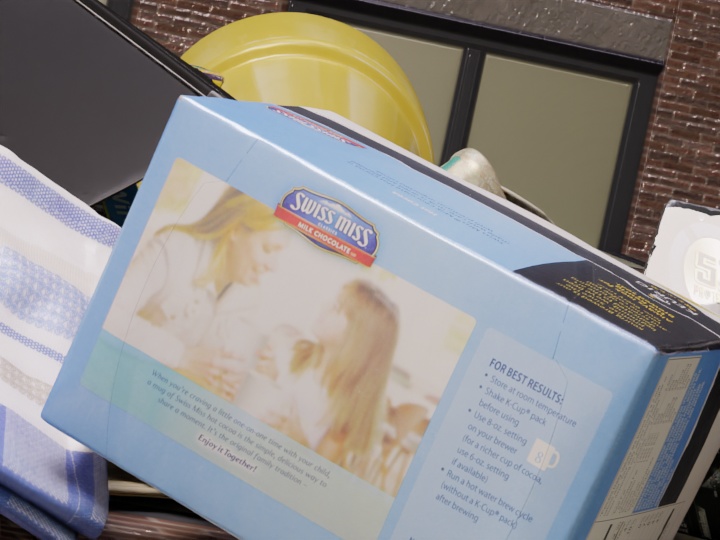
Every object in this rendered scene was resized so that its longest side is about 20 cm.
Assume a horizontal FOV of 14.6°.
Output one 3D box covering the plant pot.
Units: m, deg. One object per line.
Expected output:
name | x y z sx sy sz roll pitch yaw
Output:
plant pot | -0.043 -0.049 1.856 0.200 0.201 0.189 11 20 -11

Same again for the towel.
towel | -0.148 0.006 1.047 0.147 0.024 0.200 35 26 -21

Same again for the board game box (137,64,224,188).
board game box | -0.190 -0.048 1.544 0.199 0.166 0.057 11 5 -20

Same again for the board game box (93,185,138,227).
board game box | -0.202 -0.021 1.374 0.200 0.064 0.148 8 46 -36

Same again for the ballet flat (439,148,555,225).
ballet flat | 0.095 0.010 1.502 0.067 0.062 0.200 23 -20 47

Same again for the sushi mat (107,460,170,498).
sushi mat | -0.129 0.077 1.132 0.200 0.012 0.096 8 7 -44

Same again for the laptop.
laptop | -0.123 -0.056 1.350 0.187 0.116 0.200 39 4 43

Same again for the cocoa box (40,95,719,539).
cocoa box | 0.016 0.038 0.997 0.200 0.134 0.131 28 12 21

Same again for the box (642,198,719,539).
box | 0.209 0.062 1.240 0.163 0.086 0.200 13 -21 18
